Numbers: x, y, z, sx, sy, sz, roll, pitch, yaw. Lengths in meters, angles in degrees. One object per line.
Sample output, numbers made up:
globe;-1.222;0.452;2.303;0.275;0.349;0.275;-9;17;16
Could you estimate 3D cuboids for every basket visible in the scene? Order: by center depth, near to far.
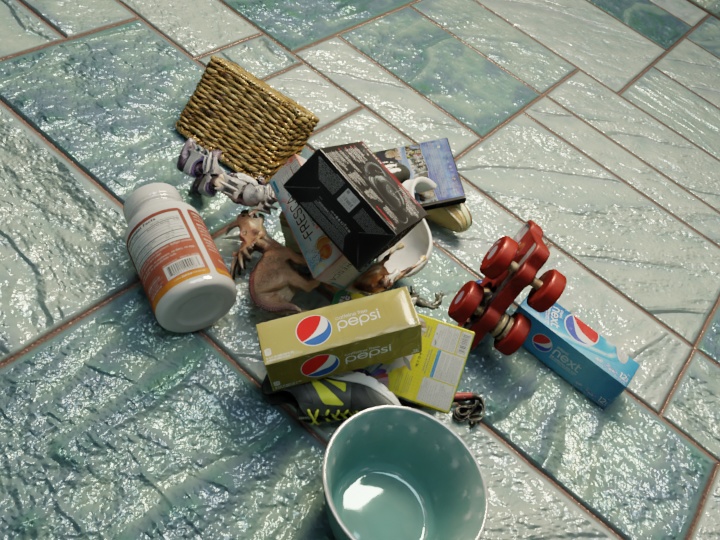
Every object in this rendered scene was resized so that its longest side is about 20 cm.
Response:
basket;-0.194;-0.257;1.298;0.200;0.149;0.143;33;12;9

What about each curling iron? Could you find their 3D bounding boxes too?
curling iron;0.086;0.188;1.031;0.200;0.026;0.050;7;45;-16

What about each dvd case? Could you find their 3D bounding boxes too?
dvd case;0.070;-0.156;1.282;0.200;0.018;0.143;-11;57;0

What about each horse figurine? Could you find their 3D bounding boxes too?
horse figurine;0.000;0.000;1.097;0.200;0.050;0.133;4;31;40

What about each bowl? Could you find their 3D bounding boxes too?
bowl;0.040;0.273;0.878;0.201;0.105;0.201;11;46;-12

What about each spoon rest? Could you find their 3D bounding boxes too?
spoon rest;0.076;-0.072;1.173;0.061;0.099;0.200;45;45;-39

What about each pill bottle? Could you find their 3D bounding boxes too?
pill bottle;-0.257;-0.023;1.021;0.112;0.112;0.200;-12;55;-31

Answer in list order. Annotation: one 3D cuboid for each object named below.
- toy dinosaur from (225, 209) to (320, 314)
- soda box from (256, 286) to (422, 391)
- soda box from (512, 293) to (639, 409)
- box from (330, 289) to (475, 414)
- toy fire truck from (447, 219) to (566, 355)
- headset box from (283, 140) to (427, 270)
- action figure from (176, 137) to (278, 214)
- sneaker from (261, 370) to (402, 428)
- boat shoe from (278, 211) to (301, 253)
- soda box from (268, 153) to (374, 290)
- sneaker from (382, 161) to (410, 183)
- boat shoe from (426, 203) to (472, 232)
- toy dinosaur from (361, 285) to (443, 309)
toy dinosaur;-0.129;0.010;1.051;0.135;0.086;0.200;8;37;-14
soda box;-0.025;0.086;0.938;0.200;0.068;0.064;-15;53;-6
soda box;0.329;0.120;1.165;0.200;0.068;0.064;38;47;14
box;0.044;0.108;1.011;0.200;0.048;0.117;19;86;10
toy fire truck;0.216;0.024;1.132;0.112;0.200;0.168;34;18;-5
headset box;0.003;-0.097;1.016;0.149;0.077;0.200;48;20;2
action figure;-0.199;-0.137;1.104;0.200;0.130;0.069;24;79;42
sneaker;-0.038;0.172;0.965;0.200;0.075;0.085;21;57;19
boat shoe;-0.022;-0.077;1.132;0.200;0.063;0.073;-8;33;7
soda box;-0.059;-0.071;1.049;0.068;0.064;0.200;22;33;-48
sneaker;-0.001;-0.108;1.217;0.200;0.076;0.091;-28;73;-6
boat shoe;0.103;-0.121;1.303;0.076;0.072;0.200;-36;59;-28
toy dinosaur;0.072;0.053;1.116;0.088;0.048;0.200;-25;39;-37
